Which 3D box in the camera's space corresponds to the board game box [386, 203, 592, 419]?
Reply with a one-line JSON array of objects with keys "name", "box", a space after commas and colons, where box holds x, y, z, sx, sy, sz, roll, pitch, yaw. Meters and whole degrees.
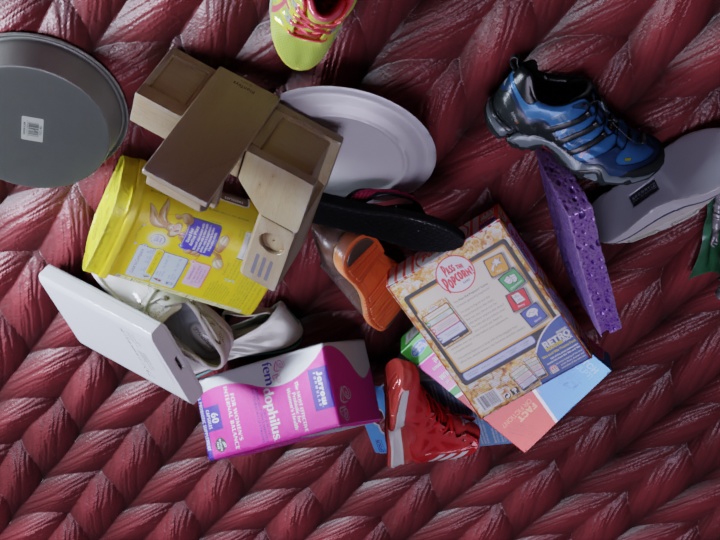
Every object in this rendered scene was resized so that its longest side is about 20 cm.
[{"name": "board game box", "box": [0.144, 0.048, 1.757, 0.150, 0.046, 0.201, -30, 110, 16]}]

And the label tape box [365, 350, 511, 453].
[{"name": "label tape box", "box": [0.100, 0.156, 1.950, 0.197, 0.067, 0.144, -6, 136, 14]}]

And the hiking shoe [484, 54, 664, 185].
[{"name": "hiking shoe", "box": [0.227, -0.148, 1.592, 0.198, 0.075, 0.087, 16, 138, -14]}]

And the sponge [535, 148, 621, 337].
[{"name": "sponge", "box": [0.234, -0.032, 1.692, 0.030, 0.112, 0.201, -22, 136, 1]}]

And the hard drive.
[{"name": "hard drive", "box": [-0.278, 0.073, 1.825, 0.199, 0.026, 0.133, 24, 152, 36]}]

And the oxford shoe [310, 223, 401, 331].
[{"name": "oxford shoe", "box": [0.000, 0.000, 1.795, 0.073, 0.071, 0.201, 32, 163, 31]}]

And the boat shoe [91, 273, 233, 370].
[{"name": "boat shoe", "box": [-0.226, 0.041, 1.808, 0.199, 0.069, 0.071, 37, 104, -14]}]

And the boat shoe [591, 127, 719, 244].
[{"name": "boat shoe", "box": [0.336, -0.085, 1.673, 0.199, 0.072, 0.069, -35, 153, 30]}]

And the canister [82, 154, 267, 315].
[{"name": "canister", "box": [-0.191, -0.034, 1.741, 0.198, 0.087, 0.149, 17, 137, -17]}]

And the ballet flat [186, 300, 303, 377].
[{"name": "ballet flat", "box": [-0.166, 0.080, 1.892, 0.198, 0.070, 0.070, -16, 135, 15]}]

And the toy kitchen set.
[{"name": "toy kitchen set", "box": [-0.154, -0.076, 1.591, 0.198, 0.164, 0.181, 28, 140, 4]}]

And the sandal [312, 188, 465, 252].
[{"name": "sandal", "box": [0.018, -0.065, 1.670, 0.197, 0.046, 0.075, 14, 156, 15]}]

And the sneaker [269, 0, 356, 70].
[{"name": "sneaker", "box": [-0.042, -0.254, 1.480, 0.077, 0.091, 0.201, 10, 139, -10]}]

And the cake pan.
[{"name": "cake pan", "box": [-0.343, -0.160, 1.646, 0.197, 0.037, 0.202, 2, 138, 1]}]

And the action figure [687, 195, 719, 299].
[{"name": "action figure", "box": [0.414, -0.052, 1.708, 0.116, 0.055, 0.202, -2, 134, 10]}]

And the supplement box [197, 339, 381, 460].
[{"name": "supplement box", "box": [-0.089, 0.156, 1.893, 0.198, 0.103, 0.103, -18, 171, 29]}]

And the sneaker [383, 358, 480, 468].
[{"name": "sneaker", "box": [0.087, 0.164, 1.873, 0.114, 0.079, 0.201, -3, 149, -4]}]

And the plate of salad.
[{"name": "plate of salad", "box": [-0.018, -0.136, 1.643, 0.197, 0.049, 0.201, 8, 149, 5]}]

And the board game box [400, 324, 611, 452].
[{"name": "board game box", "box": [0.169, 0.096, 1.827, 0.199, 0.040, 0.153, 38, 112, -14]}]
